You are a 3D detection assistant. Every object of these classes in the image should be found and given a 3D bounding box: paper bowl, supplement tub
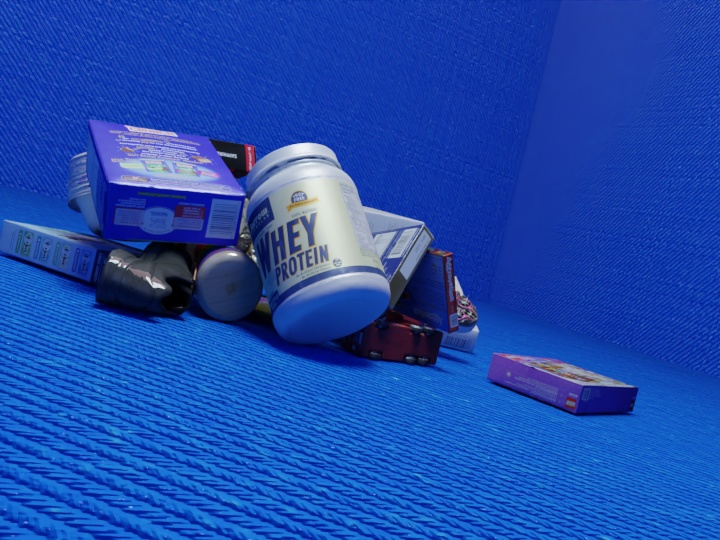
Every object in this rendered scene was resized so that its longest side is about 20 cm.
[{"bbox_3d":[-0.338,-0.106,1.125,0.194,0.108,0.201,-2,-9,0],"label":"paper bowl"},{"bbox_3d":[-0.057,-0.032,0.893,0.141,0.204,0.146,-16,-23,-7],"label":"supplement tub"}]

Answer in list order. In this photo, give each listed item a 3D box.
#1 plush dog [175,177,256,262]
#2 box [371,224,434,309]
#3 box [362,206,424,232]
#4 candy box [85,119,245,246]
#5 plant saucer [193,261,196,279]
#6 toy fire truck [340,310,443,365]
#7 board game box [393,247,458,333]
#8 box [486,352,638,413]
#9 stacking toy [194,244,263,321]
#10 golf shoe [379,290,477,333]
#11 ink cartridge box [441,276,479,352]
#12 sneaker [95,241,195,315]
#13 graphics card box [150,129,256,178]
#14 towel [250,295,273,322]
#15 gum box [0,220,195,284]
[{"bbox_3d":[-0.259,-0.060,1.295,0.167,0.164,0.201,-15,-35,17],"label":"plush dog"},{"bbox_3d":[0.000,0.000,1.015,0.197,0.122,0.033,-4,-45,50],"label":"box"},{"bbox_3d":[-0.019,-0.055,1.252,0.196,0.109,0.151,8,8,-36],"label":"box"},{"bbox_3d":[-0.253,-0.112,0.946,0.165,0.079,0.201,3,29,-29],"label":"candy box"},{"bbox_3d":[-0.290,0.001,1.178,0.195,0.033,0.200,14,2,-1],"label":"plant saucer"},{"bbox_3d":[0.035,0.085,1.023,0.197,0.050,0.139,12,3,-41],"label":"toy fire truck"},{"bbox_3d":[0.068,0.013,1.042,0.019,0.106,0.199,-13,16,-28],"label":"board game box"},{"bbox_3d":[0.282,0.156,1.029,0.135,0.040,0.197,18,4,41],"label":"box"},{"bbox_3d":[-0.182,-0.006,0.983,0.083,0.088,0.200,13,12,-20],"label":"stacking toy"},{"bbox_3d":[0.095,0.071,1.172,0.196,0.094,0.073,12,36,31],"label":"golf shoe"},{"bbox_3d":[0.116,0.060,1.344,0.157,0.051,0.201,14,23,-13],"label":"ink cartridge box"},{"bbox_3d":[-0.229,0.016,0.867,0.089,0.078,0.200,21,12,3],"label":"sneaker"},{"bbox_3d":[-0.282,-0.179,1.214,0.123,0.053,0.197,-9,-8,43],"label":"graphics card box"},{"bbox_3d":[-0.099,0.063,1.053,0.140,0.023,0.199,17,3,20],"label":"towel"},{"bbox_3d":[-0.350,-0.015,1.004,0.195,0.046,0.169,15,1,23],"label":"gum box"}]
